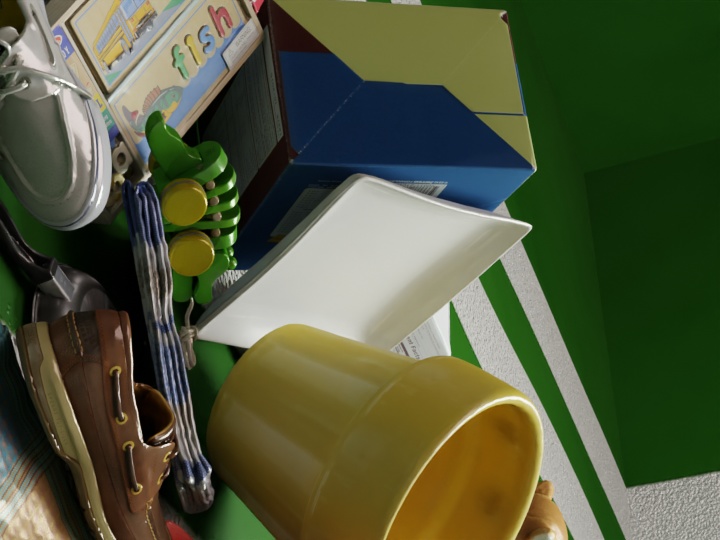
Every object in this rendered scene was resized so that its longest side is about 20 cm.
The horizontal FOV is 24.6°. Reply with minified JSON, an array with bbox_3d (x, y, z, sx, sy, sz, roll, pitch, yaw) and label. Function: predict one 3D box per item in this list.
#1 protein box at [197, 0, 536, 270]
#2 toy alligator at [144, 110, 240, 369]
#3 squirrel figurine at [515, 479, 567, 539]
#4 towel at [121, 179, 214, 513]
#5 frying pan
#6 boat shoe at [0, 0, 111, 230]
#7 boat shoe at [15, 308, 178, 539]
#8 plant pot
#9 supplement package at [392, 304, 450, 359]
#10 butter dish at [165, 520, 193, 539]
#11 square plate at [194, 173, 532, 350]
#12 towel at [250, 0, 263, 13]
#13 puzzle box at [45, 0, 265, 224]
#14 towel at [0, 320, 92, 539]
[{"bbox_3d":[-0.002,-0.098,1.272,0.200,0.196,0.136,134,-48,-60],"label":"protein box"},{"bbox_3d":[-0.104,-0.021,1.095,0.060,0.054,0.202,-114,-164,-52],"label":"toy alligator"},{"bbox_3d":[0.086,0.225,1.480,0.142,0.185,0.202,-61,135,-68],"label":"squirrel figurine"},{"bbox_3d":[-0.124,0.054,1.070,0.147,0.024,0.202,106,-27,-74],"label":"towel"},{"bbox_3d":[-0.178,0.015,1.002,0.115,0.031,0.192,-59,137,-71],"label":"frying pan"},{"bbox_3d":[-0.202,-0.119,0.934,0.086,0.074,0.204,-18,92,-76],"label":"boat shoe"},{"bbox_3d":[-0.135,0.103,0.947,0.072,0.067,0.201,-116,-171,-49],"label":"boat shoe"},{"bbox_3d":[-0.001,0.136,1.168,0.200,0.188,0.202,-36,140,-37],"label":"plant pot"},{"bbox_3d":[0.014,-0.027,1.589,0.201,0.110,0.157,-88,159,-48],"label":"supplement package"},{"bbox_3d":[-0.042,0.273,1.037,0.200,0.146,0.202,61,20,-46],"label":"butter dish"},{"bbox_3d":[0.000,0.000,1.239,0.199,0.198,0.029,12,45,-46],"label":"square plate"},{"bbox_3d":[-0.090,-0.240,1.568,0.145,0.022,0.202,-71,146,-68],"label":"towel"},{"bbox_3d":[-0.146,-0.147,1.085,0.201,0.025,0.134,-56,136,-32],"label":"puzzle box"},{"bbox_3d":[-0.183,0.141,0.876,0.147,0.021,0.202,-71,145,-63],"label":"towel"}]
